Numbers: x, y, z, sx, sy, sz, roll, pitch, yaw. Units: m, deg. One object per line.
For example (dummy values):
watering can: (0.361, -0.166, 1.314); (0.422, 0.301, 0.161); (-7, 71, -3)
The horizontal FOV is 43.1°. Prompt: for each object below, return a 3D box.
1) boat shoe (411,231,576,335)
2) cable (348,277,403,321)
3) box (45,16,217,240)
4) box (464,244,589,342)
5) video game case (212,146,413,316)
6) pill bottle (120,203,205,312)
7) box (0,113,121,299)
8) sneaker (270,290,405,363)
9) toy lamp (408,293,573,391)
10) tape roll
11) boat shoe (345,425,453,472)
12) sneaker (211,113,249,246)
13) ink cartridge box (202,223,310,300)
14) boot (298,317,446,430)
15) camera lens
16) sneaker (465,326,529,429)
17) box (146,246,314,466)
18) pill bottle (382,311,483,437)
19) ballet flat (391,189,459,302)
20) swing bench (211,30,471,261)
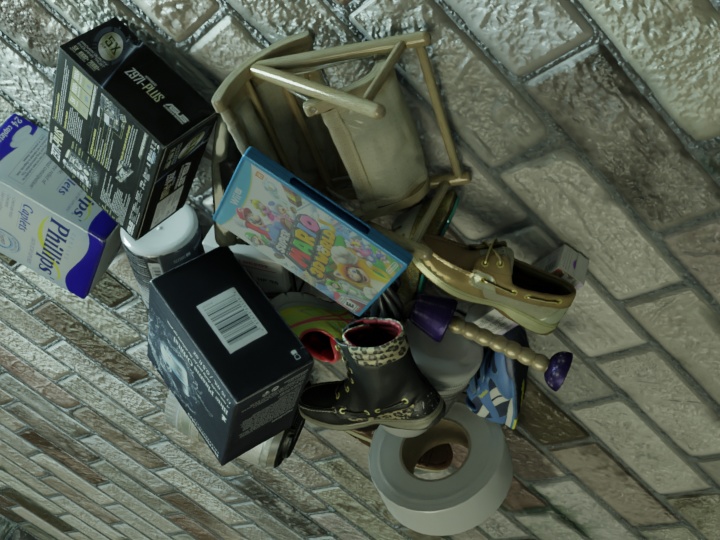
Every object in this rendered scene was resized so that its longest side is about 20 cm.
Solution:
boat shoe: (0.146, 0.000, 0.996); (0.200, 0.074, 0.066); (24, 124, -19)
cable: (0.000, 0.000, 1.118); (0.163, 0.051, 0.200); (16, 137, 56)
box: (-0.271, -0.158, 1.058); (0.164, 0.086, 0.200); (43, 144, 5)
box: (0.195, 0.033, 1.100); (0.039, 0.041, 0.200); (34, 142, -11)
video game case: (-0.056, -0.036, 0.974); (0.200, 0.018, 0.143); (34, 148, -5)
pill bottle: (-0.261, 0.002, 1.272); (0.106, 0.106, 0.200); (14, 143, 14)
box: (-0.430, -0.083, 1.265); (0.200, 0.105, 0.184); (30, 144, -8)
sneaker: (-0.028, 0.087, 1.208); (0.200, 0.090, 0.078); (4, 134, -24)
toy lamp: (0.155, 0.084, 1.104); (0.200, 0.058, 0.058); (23, 144, 5)
tape roll: (0.114, 0.274, 1.312); (0.202, 0.203, 0.071); (3, 140, 27)
boat shoe: (0.051, 0.261, 1.454); (0.202, 0.075, 0.075); (27, 158, 7)
sneaker: (-0.119, -0.116, 1.076); (0.114, 0.076, 0.200); (-1, 124, -2)
ink cartridge box: (-0.138, -0.009, 1.218); (0.116, 0.068, 0.200); (13, 142, 16)
boot: (-0.007, 0.126, 1.132); (0.203, 0.074, 0.154); (-2, 132, 28)
camera lens: (-0.187, 0.211, 1.442); (0.200, 0.160, 0.160); (21, 144, 5)
sneaker: (0.179, 0.143, 1.219); (0.082, 0.074, 0.200); (15, 142, 17)
box: (-0.174, 0.111, 1.166); (0.197, 0.117, 0.200); (51, 150, 20)
pill bottle: (0.084, 0.145, 1.241); (0.113, 0.113, 0.200); (24, 143, 2)
ballet flat: (0.062, -0.031, 1.076); (0.071, 0.071, 0.200); (22, 146, 4)
swing bench: (-0.015, -0.132, 0.948); (0.200, 0.130, 0.199); (9, 142, 29)
